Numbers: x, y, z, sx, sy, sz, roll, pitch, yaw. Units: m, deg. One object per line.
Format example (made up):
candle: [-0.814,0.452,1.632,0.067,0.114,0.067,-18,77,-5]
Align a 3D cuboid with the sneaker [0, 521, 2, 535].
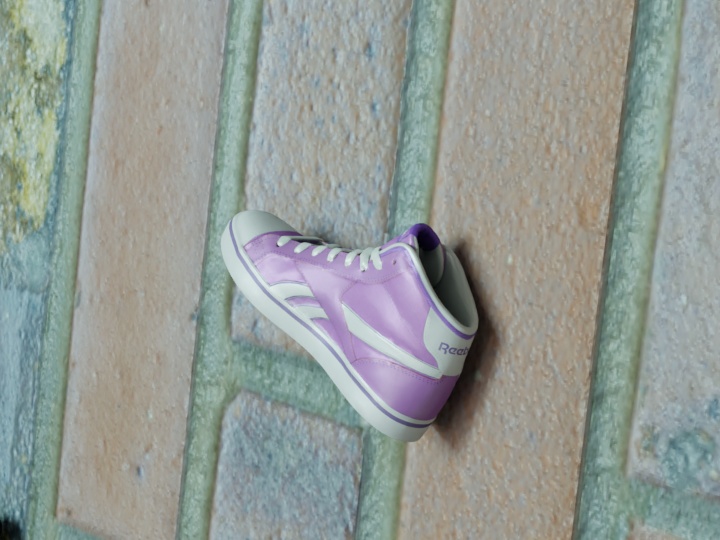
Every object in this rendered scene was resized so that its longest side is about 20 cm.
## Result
sneaker: [-0.311,0.268,1.979,0.090,0.070,0.200,48,127,19]

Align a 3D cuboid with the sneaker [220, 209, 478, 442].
sneaker: [0.001,0.000,1.599,0.200,0.072,0.115,43,119,29]
